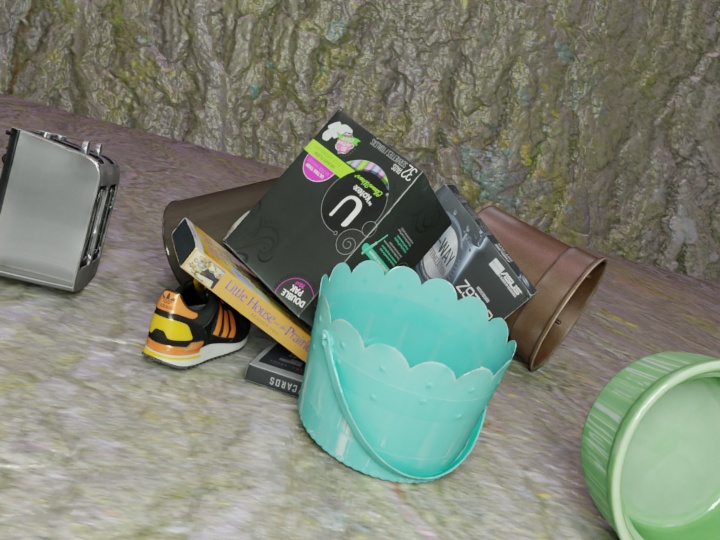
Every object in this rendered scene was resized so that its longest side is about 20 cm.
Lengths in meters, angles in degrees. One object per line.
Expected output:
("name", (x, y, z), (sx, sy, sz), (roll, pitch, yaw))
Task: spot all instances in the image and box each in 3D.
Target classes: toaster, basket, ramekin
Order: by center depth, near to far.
("ramekin", (0.295, 0.170, 0.685), (0.196, 0.204, 0.098), (13, 4, -8))
("toaster", (-0.384, -0.070, 0.961), (0.116, 0.204, 0.181), (15, 4, -10))
("basket", (-0.152, -0.057, 1.081), (0.196, 0.139, 0.180), (-15, 5, 7))

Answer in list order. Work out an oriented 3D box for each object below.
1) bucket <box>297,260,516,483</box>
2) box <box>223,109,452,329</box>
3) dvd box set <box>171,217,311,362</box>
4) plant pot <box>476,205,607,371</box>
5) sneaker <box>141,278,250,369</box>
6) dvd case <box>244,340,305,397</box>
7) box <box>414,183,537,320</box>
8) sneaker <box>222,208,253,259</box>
("bucket", (0.038, 0.097, 0.753), (0.203, 0.137, 0.208), (16, 23, -7))
("box", (-0.023, -0.043, 0.868), (0.148, 0.201, 0.124), (40, -3, 33))
("dvd box set", (-0.124, 0.026, 0.874), (0.199, 0.030, 0.146), (41, 1, -23))
("plant pot", (0.243, 0.015, 1.194), (0.197, 0.203, 0.199), (36, 19, 23))
("sneaker", (-0.174, 0.047, 0.889), (0.069, 0.092, 0.200), (18, 12, 14))
("dvd case", (-0.038, 0.114, 0.921), (0.147, 0.025, 0.200), (17, 11, 7))
("box", (0.131, 0.004, 1.110), (0.201, 0.160, 0.043), (54, 23, 10))
("sneaker", (-0.089, -0.010, 0.995), (0.077, 0.080, 0.200), (34, -8, 43))
